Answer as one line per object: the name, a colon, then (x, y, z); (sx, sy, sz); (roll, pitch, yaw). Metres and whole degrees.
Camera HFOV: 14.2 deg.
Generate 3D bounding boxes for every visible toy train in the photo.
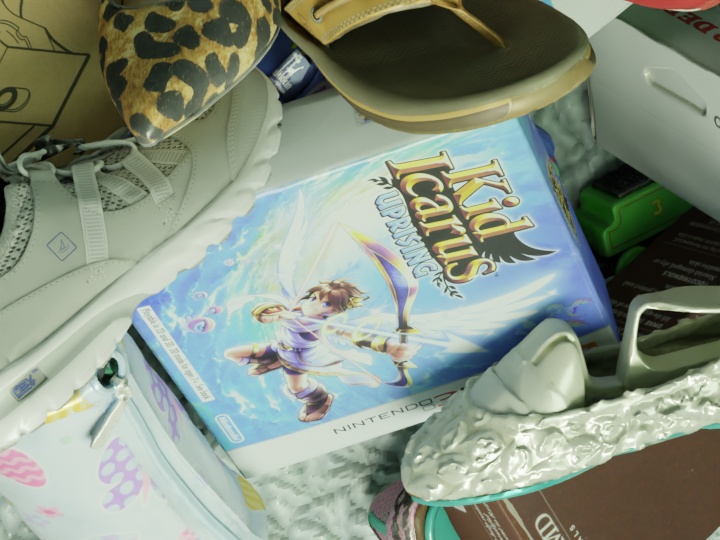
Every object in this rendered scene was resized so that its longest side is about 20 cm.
toy train: (0.078, 0.001, 1.352); (0.200, 0.042, 0.056); (-26, 119, -23)

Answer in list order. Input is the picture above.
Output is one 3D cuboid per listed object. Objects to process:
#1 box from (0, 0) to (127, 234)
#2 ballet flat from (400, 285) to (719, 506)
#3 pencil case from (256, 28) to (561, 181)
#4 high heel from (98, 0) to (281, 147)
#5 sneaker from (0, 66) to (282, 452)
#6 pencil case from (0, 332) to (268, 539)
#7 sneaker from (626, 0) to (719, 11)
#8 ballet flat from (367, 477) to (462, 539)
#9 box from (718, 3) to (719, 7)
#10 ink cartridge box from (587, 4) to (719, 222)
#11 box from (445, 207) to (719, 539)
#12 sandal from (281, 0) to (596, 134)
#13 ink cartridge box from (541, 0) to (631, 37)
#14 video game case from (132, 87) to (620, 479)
box: (-0.153, -0.090, 1.073); (0.163, 0.021, 0.200); (3, 87, -39)
ballet flat: (0.108, 0.043, 1.221); (0.200, 0.072, 0.072); (-14, 126, -5)
pencil case: (0.009, -0.060, 1.233); (0.087, 0.078, 0.200); (-39, 139, 20)
high heel: (-0.078, -0.150, 1.057); (0.071, 0.200, 0.143); (-7, 130, 19)
sneaker: (-0.100, -0.024, 1.053); (0.082, 0.075, 0.200); (49, 51, -14)
pencil case: (-0.107, 0.074, 1.202); (0.200, 0.091, 0.083); (60, 35, -53)
sneaker: (0.047, -0.150, 1.111); (0.116, 0.200, 0.078); (-37, 153, -58)
ballet flat: (0.092, 0.099, 1.397); (0.200, 0.071, 0.069); (-12, 108, -28)
box: (0.197, -0.139, 1.189); (0.100, 0.075, 0.200); (-43, 105, -21)
ink cartridge box: (0.222, -0.099, 1.325); (0.200, 0.146, 0.083); (-24, 127, -24)
box: (0.133, 0.065, 1.323); (0.200, 0.075, 0.100); (-41, 117, -16)
sandal: (0.007, -0.112, 1.113); (0.080, 0.200, 0.054); (-36, 137, -17)
ink cartridge box: (0.110, -0.181, 1.250); (0.200, 0.059, 0.104); (-38, 131, -14)
video game case: (0.000, 0.000, 1.205); (0.181, 0.045, 0.200); (-19, 145, 8)
